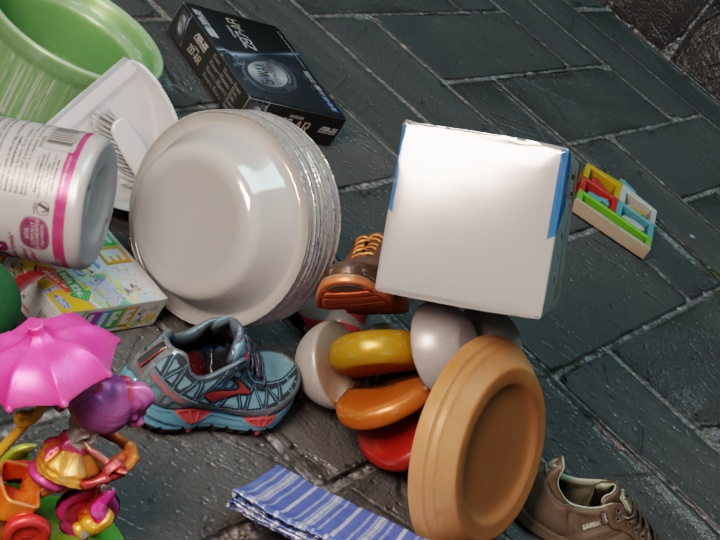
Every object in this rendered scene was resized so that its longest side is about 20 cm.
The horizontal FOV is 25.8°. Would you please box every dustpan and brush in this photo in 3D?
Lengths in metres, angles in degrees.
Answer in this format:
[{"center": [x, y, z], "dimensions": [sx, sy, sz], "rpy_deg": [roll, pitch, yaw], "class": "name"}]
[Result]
[{"center": [-0.209, -0.091, 1.544], "dimensions": [0.057, 0.140, 0.200], "rpy_deg": [9, -43, 49], "class": "dustpan and brush"}]

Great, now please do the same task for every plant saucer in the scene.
[{"center": [0.110, 0.158, 1.388], "dimensions": [0.037, 0.201, 0.200], "rpy_deg": [12, 12, 33], "class": "plant saucer"}]

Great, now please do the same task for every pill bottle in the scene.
[{"center": [-0.311, -0.072, 1.302], "dimensions": [0.199, 0.114, 0.113], "rpy_deg": [11, 26, 5], "class": "pill bottle"}]

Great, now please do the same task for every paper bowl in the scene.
[{"center": [-0.126, -0.046, 1.429], "dimensions": [0.201, 0.201, 0.104], "rpy_deg": [44, 23, 19], "class": "paper bowl"}]

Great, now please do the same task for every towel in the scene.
[{"center": [0.000, 0.211, 1.271], "dimensions": [0.199, 0.024, 0.145], "rpy_deg": [25, 7, 11], "class": "towel"}]

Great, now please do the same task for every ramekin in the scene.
[{"center": [-0.313, -0.216, 1.620], "dimensions": [0.199, 0.098, 0.200], "rpy_deg": [28, 26, -15], "class": "ramekin"}]

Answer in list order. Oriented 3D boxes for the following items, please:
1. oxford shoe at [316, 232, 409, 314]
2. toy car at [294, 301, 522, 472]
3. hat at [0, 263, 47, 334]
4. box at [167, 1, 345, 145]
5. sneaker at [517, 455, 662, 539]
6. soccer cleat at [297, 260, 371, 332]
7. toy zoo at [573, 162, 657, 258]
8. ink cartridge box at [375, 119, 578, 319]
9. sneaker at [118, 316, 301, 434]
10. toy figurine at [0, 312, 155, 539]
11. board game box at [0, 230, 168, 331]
[{"center": [0.000, 0.000, 1.440], "dimensions": [0.071, 0.073, 0.200], "rpy_deg": [-1, -5, 9], "class": "oxford shoe"}, {"center": [0.050, 0.113, 1.454], "dimensions": [0.200, 0.174, 0.151], "rpy_deg": [6, 74, -57], "class": "toy car"}, {"center": [-0.267, 0.043, 1.173], "dimensions": [0.176, 0.165, 0.201], "rpy_deg": [24, 55, -41], "class": "hat"}, {"center": [-0.129, -0.243, 1.948], "dimensions": [0.160, 0.044, 0.200], "rpy_deg": [9, 36, -43], "class": "box"}, {"center": [0.245, 0.248, 1.523], "dimensions": [0.199, 0.076, 0.071], "rpy_deg": [27, 27, -16], "class": "sneaker"}, {"center": [-0.070, -0.005, 1.575], "dimensions": [0.200, 0.077, 0.067], "rpy_deg": [41, 26, 11], "class": "soccer cleat"}, {"center": [0.376, -0.095, 2.323], "dimensions": [0.131, 0.020, 0.200], "rpy_deg": [34, 25, -2], "class": "toy zoo"}, {"center": [0.109, -0.042, 1.386], "dimensions": [0.144, 0.148, 0.200], "rpy_deg": [9, 2, 10], "class": "ink cartridge box"}, {"center": [-0.112, 0.086, 1.349], "dimensions": [0.200, 0.096, 0.079], "rpy_deg": [-2, 44, -51], "class": "sneaker"}, {"center": [-0.210, 0.117, 1.081], "dimensions": [0.199, 0.184, 0.150], "rpy_deg": [20, 30, -30], "class": "toy figurine"}, {"center": [-0.281, -0.024, 1.405], "dimensions": [0.200, 0.034, 0.134], "rpy_deg": [46, 28, 22], "class": "board game box"}]
